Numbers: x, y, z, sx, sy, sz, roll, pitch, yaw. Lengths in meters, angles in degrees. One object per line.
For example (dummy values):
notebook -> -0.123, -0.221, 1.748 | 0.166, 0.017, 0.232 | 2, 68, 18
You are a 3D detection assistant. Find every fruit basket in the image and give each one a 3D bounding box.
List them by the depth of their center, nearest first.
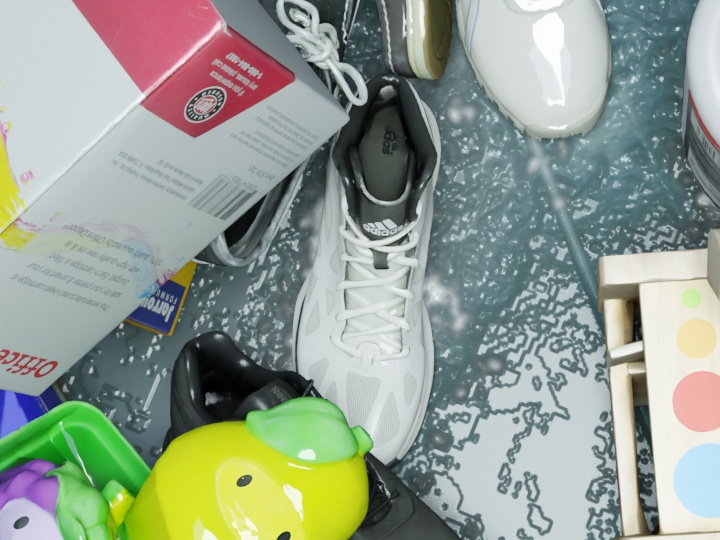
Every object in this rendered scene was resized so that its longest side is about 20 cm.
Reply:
fruit basket -> -0.085, 0.142, 0.841 | 0.214, 0.155, 0.218 | 10, 111, 27

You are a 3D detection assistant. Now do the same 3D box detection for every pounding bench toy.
pounding bench toy -> 0.174, 0.070, 0.875 | 0.123, 0.200, 0.158 | -4, 82, 6

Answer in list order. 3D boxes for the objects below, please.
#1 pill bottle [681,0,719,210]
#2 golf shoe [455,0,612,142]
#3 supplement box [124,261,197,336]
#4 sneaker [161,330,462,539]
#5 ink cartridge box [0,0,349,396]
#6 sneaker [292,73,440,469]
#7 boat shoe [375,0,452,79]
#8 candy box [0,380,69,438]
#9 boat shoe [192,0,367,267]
pill bottle -> 0.205, -0.076, 0.888 | 0.115, 0.200, 0.117 | -1, 82, 8
golf shoe -> 0.079, -0.166, 0.969 | 0.078, 0.097, 0.202 | -13, 83, 3
supplement box -> -0.126, -0.084, 0.966 | 0.109, 0.109, 0.202 | 18, 86, 21
sneaker -> -0.026, 0.100, 0.916 | 0.199, 0.091, 0.076 | 30, 49, 31
ink cartridge box -> -0.139, -0.067, 0.829 | 0.200, 0.145, 0.145 | -41, 70, 8
sneaker -> 0.000, 0.000, 0.947 | 0.075, 0.115, 0.202 | 4, 84, 5
boat shoe -> 0.006, -0.191, 0.996 | 0.065, 0.072, 0.203 | -8, 77, 11
candy box -> -0.210, 0.160, 0.973 | 0.199, 0.077, 0.170 | -32, 80, 3
boat shoe -> -0.036, -0.097, 0.912 | 0.073, 0.068, 0.201 | 32, 79, -34
